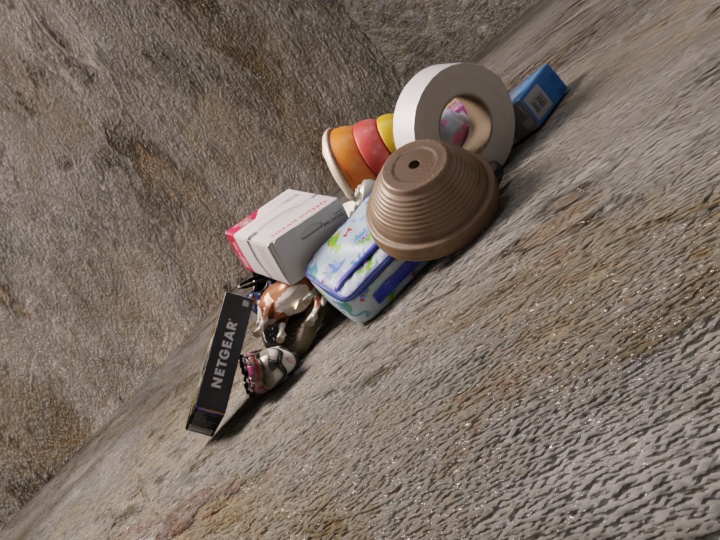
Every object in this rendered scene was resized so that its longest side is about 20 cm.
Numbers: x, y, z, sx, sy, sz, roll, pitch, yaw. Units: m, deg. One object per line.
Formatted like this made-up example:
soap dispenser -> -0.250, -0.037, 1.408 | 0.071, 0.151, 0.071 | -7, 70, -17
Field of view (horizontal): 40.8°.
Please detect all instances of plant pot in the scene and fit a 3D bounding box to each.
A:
plant pot -> 0.090, -0.119, 1.377 | 0.199, 0.093, 0.202 | -16, 46, 17

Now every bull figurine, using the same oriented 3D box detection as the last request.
bull figurine -> -0.120, 0.054, 1.597 | 0.199, 0.065, 0.122 | -37, 30, 31

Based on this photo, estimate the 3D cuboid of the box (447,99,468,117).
box -> 0.173, -0.258, 1.974 | 0.176, 0.097, 0.200 | -41, 8, 15

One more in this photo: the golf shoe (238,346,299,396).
golf shoe -> -0.148, 0.162, 1.571 | 0.091, 0.073, 0.200 | -13, -3, -14

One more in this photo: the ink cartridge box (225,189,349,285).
ink cartridge box -> -0.115, -0.058, 1.596 | 0.145, 0.084, 0.199 | -35, 23, -19

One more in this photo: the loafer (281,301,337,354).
loafer -> -0.078, 0.069, 1.663 | 0.075, 0.068, 0.201 | -27, 33, 41

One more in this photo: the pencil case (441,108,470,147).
pencil case -> 0.126, -0.179, 1.666 | 0.202, 0.082, 0.091 | -65, -15, -9

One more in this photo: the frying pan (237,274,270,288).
frying pan -> -0.118, -0.022, 1.683 | 0.188, 0.031, 0.116 | -2, 45, 2

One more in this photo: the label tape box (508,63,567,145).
label tape box -> 0.260, -0.264, 1.727 | 0.200, 0.066, 0.143 | -38, 10, 47

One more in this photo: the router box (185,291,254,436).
router box -> -0.234, 0.157, 1.605 | 0.157, 0.052, 0.202 | 125, 159, -63

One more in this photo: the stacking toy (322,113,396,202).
stacking toy -> 0.047, -0.215, 1.645 | 0.199, 0.147, 0.146 | -27, 14, 20

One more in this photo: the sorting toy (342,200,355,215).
sorting toy -> -0.059, -0.041, 1.818 | 0.180, 0.106, 0.201 | -42, 33, 22

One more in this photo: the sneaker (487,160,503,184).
sneaker -> 0.155, -0.119, 1.517 | 0.090, 0.067, 0.199 | -44, 11, -35

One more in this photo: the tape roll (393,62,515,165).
tape roll -> 0.155, -0.237, 1.579 | 0.202, 0.203, 0.071 | -45, 25, -15

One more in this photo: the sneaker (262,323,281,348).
sneaker -> -0.154, 0.095, 1.834 | 0.105, 0.059, 0.201 | 97, 174, -47

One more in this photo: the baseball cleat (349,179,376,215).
baseball cleat -> 0.029, -0.083, 1.622 | 0.200, 0.105, 0.071 | 106, 171, -68

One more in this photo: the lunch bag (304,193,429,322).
lunch bag -> 0.023, -0.025, 1.471 | 0.200, 0.083, 0.161 | -45, 36, -7

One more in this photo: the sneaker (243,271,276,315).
sneaker -> -0.149, -0.008, 1.725 | 0.075, 0.078, 0.202 | -16, 51, 53
